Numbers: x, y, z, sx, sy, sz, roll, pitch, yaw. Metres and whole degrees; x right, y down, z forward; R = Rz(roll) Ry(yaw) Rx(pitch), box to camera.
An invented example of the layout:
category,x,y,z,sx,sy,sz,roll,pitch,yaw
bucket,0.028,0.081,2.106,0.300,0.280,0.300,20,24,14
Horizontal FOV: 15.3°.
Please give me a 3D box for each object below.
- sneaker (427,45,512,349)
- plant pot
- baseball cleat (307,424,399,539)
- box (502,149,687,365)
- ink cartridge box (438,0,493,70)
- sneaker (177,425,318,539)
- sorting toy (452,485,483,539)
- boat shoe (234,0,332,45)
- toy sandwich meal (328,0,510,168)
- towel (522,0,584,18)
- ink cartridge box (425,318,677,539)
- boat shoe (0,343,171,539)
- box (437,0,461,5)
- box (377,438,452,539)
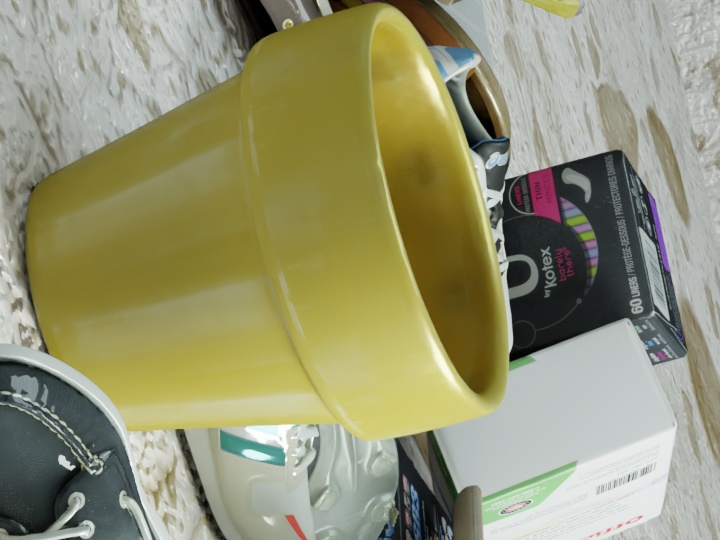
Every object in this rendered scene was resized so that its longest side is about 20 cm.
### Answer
category,x,y,z,sx,sy,sz,roll,pitch,yaw
sneaker,0.063,-0.039,1.643,0.072,0.072,0.201,-25,102,-62
plant pot,-0.048,-0.006,1.275,0.201,0.188,0.202,-16,90,-76
baseball cleat,-0.027,0.071,1.511,0.106,0.070,0.201,44,-35,46
box,0.102,0.013,1.785,0.106,0.199,0.123,42,36,-64
ink cartridge box,0.056,-0.192,2.029,0.160,0.047,0.201,22,59,-72
sneaker,-0.044,0.066,1.402,0.070,0.093,0.201,-62,134,-69
sorting toy,0.074,0.244,1.562,0.185,0.036,0.201,-80,158,-79
boat shoe,-0.043,-0.142,1.686,0.072,0.059,0.201,31,-35,61
toy sandwich meal,0.021,-0.118,1.789,0.205,0.070,0.205,40,-24,21
towel,0.042,-0.220,1.705,0.199,0.023,0.144,11,34,-32
ink cartridge box,0.122,0.123,1.755,0.200,0.144,0.084,81,-13,-69
boat shoe,-0.121,0.106,1.117,0.200,0.075,0.061,57,17,-47
box,-0.011,-0.240,1.773,0.200,0.032,0.121,34,12,3
box,0.039,0.234,1.632,0.199,0.049,0.201,56,24,-50
